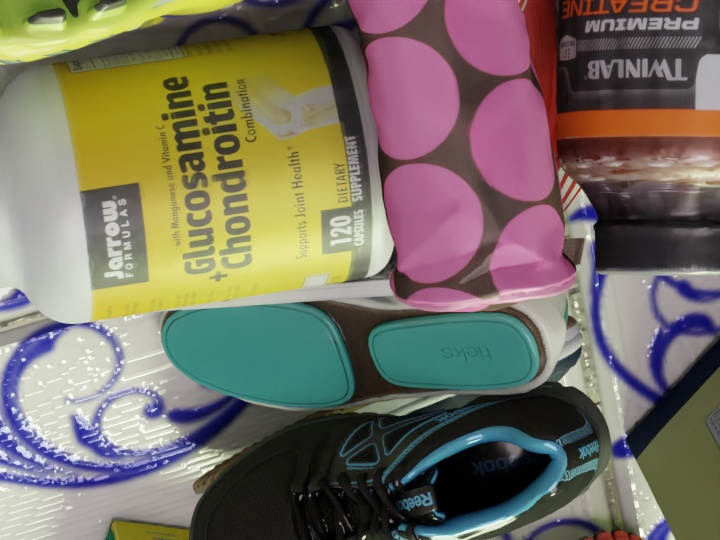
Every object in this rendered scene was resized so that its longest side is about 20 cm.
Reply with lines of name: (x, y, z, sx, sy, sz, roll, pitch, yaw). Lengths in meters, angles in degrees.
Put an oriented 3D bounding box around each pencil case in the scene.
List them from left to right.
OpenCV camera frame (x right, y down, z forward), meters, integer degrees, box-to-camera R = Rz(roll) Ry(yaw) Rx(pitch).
pencil case: (0.036, -0.083, 1.189, 0.091, 0.094, 0.200, -9, 92, -12)

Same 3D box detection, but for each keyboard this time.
keyboard: (0.000, 0.000, 1.303, 0.200, 0.056, 0.011, -4, 108, 8)

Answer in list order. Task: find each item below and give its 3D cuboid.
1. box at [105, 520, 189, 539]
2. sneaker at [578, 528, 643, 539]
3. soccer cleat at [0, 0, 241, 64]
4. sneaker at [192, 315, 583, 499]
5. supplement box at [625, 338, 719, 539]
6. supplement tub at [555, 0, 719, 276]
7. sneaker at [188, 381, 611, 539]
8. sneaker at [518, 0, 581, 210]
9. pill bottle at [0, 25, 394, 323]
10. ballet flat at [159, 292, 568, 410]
box: (-0.043, 0.195, 1.460, 0.200, 0.048, 0.117, 8, 120, -22)
sneaker: (0.085, 0.193, 1.431, 0.200, 0.082, 0.078, -21, 137, -28)
soccer cleat: (-0.102, -0.115, 1.185, 0.200, 0.065, 0.084, -24, 161, -35)
sneaker: (0.031, 0.103, 1.379, 0.200, 0.070, 0.109, -27, 92, 10)
supplement box: (0.267, 0.135, 1.410, 0.200, 0.200, 0.134, 30, 111, -30)
supplement tub: (0.135, -0.098, 1.226, 0.107, 0.107, 0.200, 0, 89, -15)
sneaker: (0.010, 0.096, 1.304, 0.200, 0.082, 0.073, -19, 92, 13)
sneaker: (0.062, -0.105, 1.287, 0.115, 0.078, 0.200, -11, 111, -62)
pill bottle: (-0.091, -0.038, 1.250, 0.200, 0.112, 0.112, -9, 125, -10)
ballet flat: (0.006, 0.025, 1.335, 0.200, 0.069, 0.070, -1, 131, 27)
